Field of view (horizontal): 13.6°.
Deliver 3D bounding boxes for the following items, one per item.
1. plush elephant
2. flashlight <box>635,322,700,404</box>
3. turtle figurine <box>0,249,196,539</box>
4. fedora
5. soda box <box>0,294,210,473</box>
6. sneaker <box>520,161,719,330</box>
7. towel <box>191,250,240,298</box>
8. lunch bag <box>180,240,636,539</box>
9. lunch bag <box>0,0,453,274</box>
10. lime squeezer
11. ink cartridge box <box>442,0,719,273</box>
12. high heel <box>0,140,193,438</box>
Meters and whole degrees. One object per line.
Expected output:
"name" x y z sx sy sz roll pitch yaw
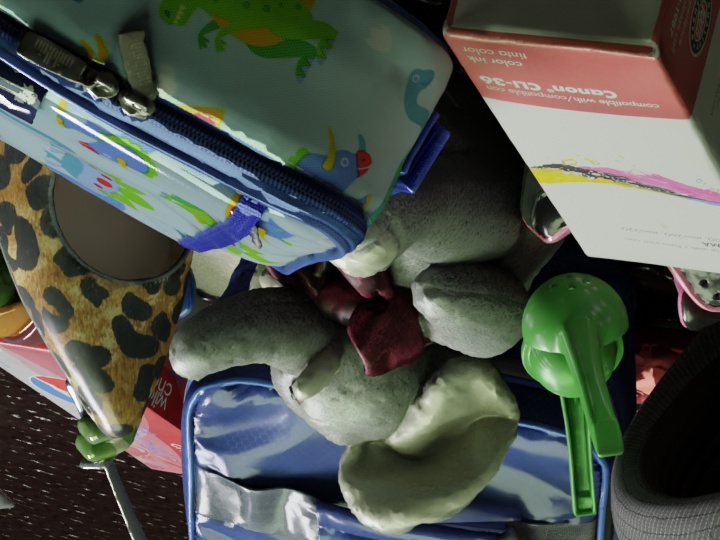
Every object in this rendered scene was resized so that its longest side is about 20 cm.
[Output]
"plush elephant" 0.000 0.000 1.118 0.199 0.155 0.165 13 -149 -43
"flashlight" 0.153 0.046 1.301 0.199 0.068 0.068 7 134 30
"turtle figurine" -0.158 0.047 1.216 0.193 0.201 0.144 11 -153 -36
"fedora" 0.182 0.067 1.083 0.176 0.200 0.091 -23 107 28
"soda box" -0.107 0.040 1.417 0.070 0.064 0.200 7 162 28
"sneaker" 0.145 -0.020 1.031 0.199 0.096 0.079 19 -168 4
"towel" -0.078 -0.024 1.346 0.132 0.035 0.199 29 159 -32
"lunch bag" 0.028 0.072 1.246 0.199 0.133 0.136 7 134 9
"lunch bag" -0.060 -0.061 0.885 0.160 0.083 0.200 28 175 -8
"lime squeezer" 0.080 0.039 1.044 0.038 0.071 0.200 -24 170 -3
"ink cartridge box" 0.094 -0.074 0.903 0.067 0.117 0.200 7 160 23
"high heel" -0.065 -0.043 1.023 0.071 0.201 0.142 -4 180 -36
